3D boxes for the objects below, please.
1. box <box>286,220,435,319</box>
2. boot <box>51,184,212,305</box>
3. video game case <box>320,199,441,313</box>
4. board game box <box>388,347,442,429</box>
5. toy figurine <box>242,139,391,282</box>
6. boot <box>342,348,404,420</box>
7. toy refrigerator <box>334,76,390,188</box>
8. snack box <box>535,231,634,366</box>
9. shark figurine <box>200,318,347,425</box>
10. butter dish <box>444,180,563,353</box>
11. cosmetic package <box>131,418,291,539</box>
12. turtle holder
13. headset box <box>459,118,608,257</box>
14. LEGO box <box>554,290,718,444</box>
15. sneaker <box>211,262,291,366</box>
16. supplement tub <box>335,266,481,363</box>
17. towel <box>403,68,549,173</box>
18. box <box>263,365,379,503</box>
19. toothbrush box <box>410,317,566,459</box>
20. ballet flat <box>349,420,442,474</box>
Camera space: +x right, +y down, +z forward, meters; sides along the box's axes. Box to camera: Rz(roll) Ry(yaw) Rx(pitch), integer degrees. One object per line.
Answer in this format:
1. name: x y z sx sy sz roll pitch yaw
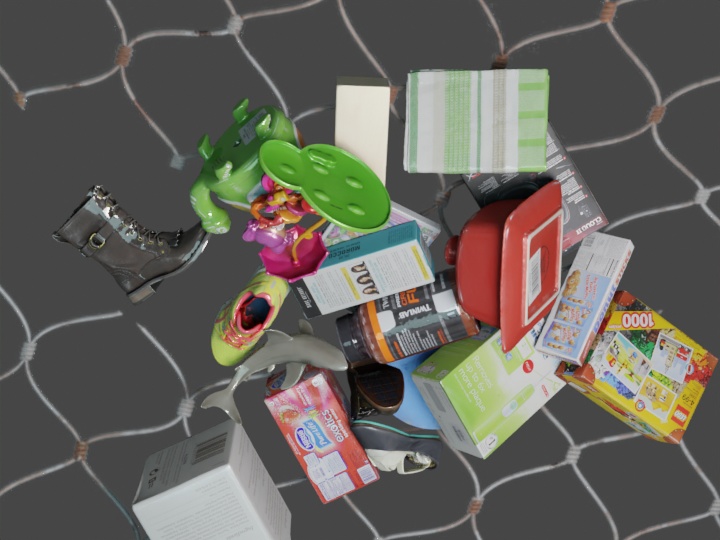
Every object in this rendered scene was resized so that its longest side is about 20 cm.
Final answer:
1. box: 0.000 0.000 1.555 0.200 0.049 0.082 -16 126 14
2. boot: -0.329 -0.058 1.580 0.200 0.069 0.174 -38 105 12
3. video game case: 0.004 -0.023 1.581 0.143 0.018 0.200 24 126 -19
4. board game box: 0.112 0.144 1.673 0.158 0.039 0.200 -9 100 3
5. toy figurine: -0.090 -0.064 1.465 0.200 0.150 0.184 20 132 -26
6. boot: 0.024 0.189 1.603 0.075 0.200 0.097 -8 112 -11
7. toy refrigerator: -0.001 -0.172 1.552 0.076 0.070 0.200 1 112 -2
8. snack box: 0.328 0.038 1.586 0.024 0.072 0.200 44 69 -52
9. shark figurine: -0.138 0.125 1.590 0.214 0.128 0.090 -24 142 6
10. butter dish: 0.186 -0.017 1.495 0.148 0.199 0.200 11 116 28
11. cosmetic package: -0.222 0.370 1.666 0.166 0.167 0.200 -25 106 5
12. turtle holder: -0.151 -0.135 1.519 0.132 0.141 0.186 43 69 -35
13. headset box: 0.253 -0.103 1.579 0.149 0.075 0.200 -32 105 9
14. LEGO box: 0.413 0.143 1.621 0.200 0.077 0.149 33 76 -18
15. sneaker: -0.172 0.076 1.601 0.078 0.090 0.200 29 122 -6
16. supplement tub: 0.068 0.072 1.584 0.200 0.107 0.107 -19 107 8
17. towel: 0.162 -0.208 1.522 0.200 0.031 0.149 2 87 12
18. box: -0.058 0.241 1.667 0.100 0.095 0.200 -27 106 6
19. toothbrush box: 0.196 0.156 1.606 0.200 0.086 0.146 -38 110 -24
20. ballet flat: 0.057 0.273 1.645 0.200 0.073 0.073 21 110 -48
